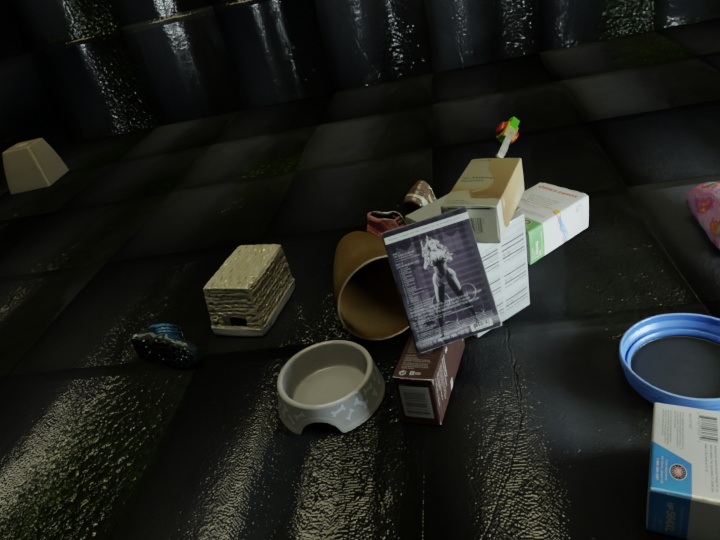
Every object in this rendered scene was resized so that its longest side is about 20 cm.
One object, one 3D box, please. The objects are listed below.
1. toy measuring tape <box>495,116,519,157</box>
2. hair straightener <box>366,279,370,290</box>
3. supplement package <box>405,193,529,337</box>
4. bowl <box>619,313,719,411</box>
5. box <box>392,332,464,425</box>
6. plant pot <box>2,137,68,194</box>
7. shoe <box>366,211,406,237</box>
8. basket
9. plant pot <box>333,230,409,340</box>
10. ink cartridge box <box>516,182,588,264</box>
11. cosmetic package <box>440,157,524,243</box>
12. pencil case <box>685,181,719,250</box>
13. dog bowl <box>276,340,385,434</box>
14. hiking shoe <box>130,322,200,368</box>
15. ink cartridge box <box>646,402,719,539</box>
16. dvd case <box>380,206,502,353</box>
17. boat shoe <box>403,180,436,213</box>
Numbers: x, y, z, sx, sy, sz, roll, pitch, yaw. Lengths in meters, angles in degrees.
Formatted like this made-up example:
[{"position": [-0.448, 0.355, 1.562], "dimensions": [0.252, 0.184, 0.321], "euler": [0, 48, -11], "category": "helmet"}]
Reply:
[{"position": [0.448, -0.405, 1.858], "dimensions": [0.073, 0.074, 0.202], "euler": [7, 54, 32], "category": "toy measuring tape"}, {"position": [0.000, 0.000, 1.378], "dimensions": [0.076, 0.041, 0.201], "euler": [-6, 31, 13], "category": "hair straightener"}, {"position": [0.210, -0.019, 1.162], "dimensions": [0.146, 0.203, 0.191], "euler": [-26, 33, -23], "category": "supplement package"}, {"position": [0.505, 0.141, 0.914], "dimensions": [0.197, 0.040, 0.202], "euler": [-11, 31, 6], "category": "bowl"}, {"position": [0.122, 0.154, 1.013], "dimensions": [0.074, 0.101, 0.201], "euler": [0, 34, 22], "category": "box"}, {"position": [-1.481, -0.481, 2.678], "dimensions": [0.196, 0.180, 0.201], "euler": [-9, 30, 7], "category": "plant pot"}, {"position": [0.099, -0.079, 1.392], "dimensions": [0.197, 0.092, 0.071], "euler": [15, 31, 26], "category": "shoe"}, {"position": [-0.249, 0.038, 1.337], "dimensions": [0.133, 0.125, 0.201], "euler": [-1, 31, 19], "category": "basket"}, {"position": [0.017, 0.007, 1.203], "dimensions": [0.183, 0.189, 0.201], "euler": [-19, 33, -8], "category": "plant pot"}, {"position": [0.399, -0.112, 1.351], "dimensions": [0.198, 0.085, 0.144], "euler": [-29, 33, -23], "category": "ink cartridge box"}, {"position": [0.223, -0.130, 1.067], "dimensions": [0.104, 0.072, 0.201], "euler": [2, 34, 26], "category": "cosmetic package"}, {"position": [0.734, -0.106, 1.204], "dimensions": [0.086, 0.089, 0.201], "euler": [-7, 30, 12], "category": "pencil case"}, {"position": [-0.058, 0.200, 1.053], "dimensions": [0.196, 0.059, 0.201], "euler": [-11, 31, 6], "category": "dog bowl"}, {"position": [-0.406, 0.147, 1.272], "dimensions": [0.197, 0.075, 0.087], "euler": [8, 37, 33], "category": "hiking shoe"}, {"position": [0.457, 0.253, 0.716], "dimensions": [0.197, 0.085, 0.146], "euler": [4, 35, 28], "category": "ink cartridge box"}, {"position": [0.131, 0.014, 0.964], "dimensions": [0.146, 0.203, 0.016], "euler": [-17, -2, -5], "category": "dvd case"}, {"position": [0.159, -0.138, 1.386], "dimensions": [0.074, 0.203, 0.076], "euler": [16, 72, 22], "category": "boat shoe"}]
